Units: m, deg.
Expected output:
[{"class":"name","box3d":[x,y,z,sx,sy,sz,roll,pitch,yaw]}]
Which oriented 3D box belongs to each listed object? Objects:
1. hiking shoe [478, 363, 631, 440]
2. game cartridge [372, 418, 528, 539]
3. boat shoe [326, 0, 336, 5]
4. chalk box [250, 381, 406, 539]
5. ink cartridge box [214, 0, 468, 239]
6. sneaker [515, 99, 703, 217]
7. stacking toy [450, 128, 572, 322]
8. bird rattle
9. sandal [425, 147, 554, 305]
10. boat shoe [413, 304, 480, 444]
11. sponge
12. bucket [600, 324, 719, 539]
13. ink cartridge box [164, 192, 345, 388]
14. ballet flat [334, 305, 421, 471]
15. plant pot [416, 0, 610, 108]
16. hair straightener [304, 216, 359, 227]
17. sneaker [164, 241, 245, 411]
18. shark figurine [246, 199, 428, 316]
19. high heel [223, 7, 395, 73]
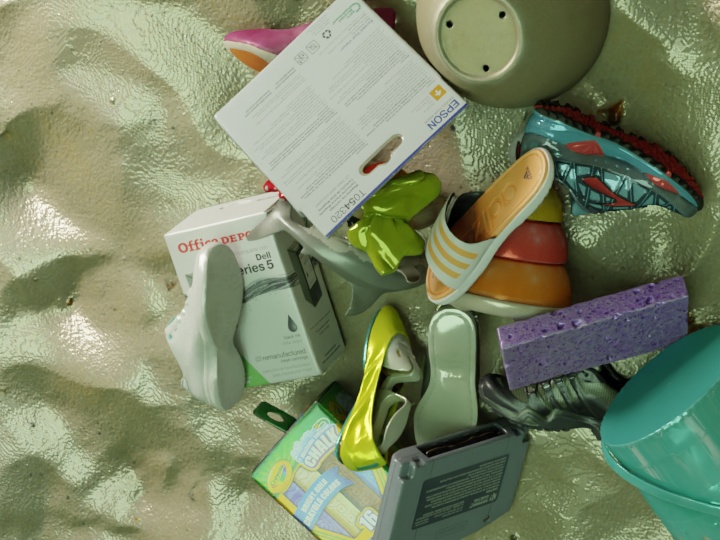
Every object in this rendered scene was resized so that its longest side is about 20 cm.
[{"class":"hiking shoe","box3d":[0.229,0.123,1.698,0.197,0.076,0.102,10,106,9]},{"class":"game cartridge","box3d":[0.100,0.243,1.729,0.041,0.198,0.134,40,126,37]},{"class":"boat shoe","box3d":[-0.074,-0.352,1.628,0.200,0.074,0.069,44,114,1]},{"class":"chalk box","box3d":[-0.038,0.216,1.794,0.200,0.124,0.124,43,103,1]},{"class":"ink cartridge box","box3d":[-0.018,-0.155,1.575,0.196,0.043,0.200,-42,64,-1]},{"class":"sneaker","box3d":[0.249,-0.095,1.578,0.198,0.079,0.096,26,114,-2]},{"class":"stacking toy","box3d":[0.169,-0.051,1.637,0.144,0.146,0.203,11,95,18]},{"class":"bird rattle","box3d":[0.004,-0.078,1.654,0.199,0.162,0.114,25,109,36]},{"class":"sandal","box3d":[0.112,-0.054,1.562,0.059,0.080,0.207,17,128,-30]},{"class":"boat shoe","box3d":[0.102,0.124,1.751,0.071,0.060,0.204,8,115,8]},{"class":"sponge","box3d":[0.242,0.065,1.607,0.198,0.112,0.030,-15,61,2]},{"class":"bucket","box3d":[0.349,0.163,1.570,0.207,0.208,0.135,-36,101,30]},{"class":"ink cartridge box","box3d":[-0.121,0.024,1.791,0.144,0.084,0.202,-11,105,26]},{"class":"ballet flat","box3d":[0.031,0.130,1.719,0.066,0.202,0.067,-3,146,35]},{"class":"plant pot","box3d":[0.136,-0.248,1.547,0.198,0.134,0.203,8,112,20]},{"class":"hair straightener","box3d":[-0.056,-0.104,1.738,0.076,0.041,0.202,-21,107,11]},{"class":"sneaker","box3d":[-0.183,0.059,1.746,0.088,0.075,0.202,16,118,30]},{"class":"shark figurine","box3d":[-0.016,0.000,1.669,0.212,0.128,0.090,19,112,-11]},{"class":"high heel","box3d":[-0.056,-0.255,1.683,0.198,0.097,0.067,14,159,37]}]
